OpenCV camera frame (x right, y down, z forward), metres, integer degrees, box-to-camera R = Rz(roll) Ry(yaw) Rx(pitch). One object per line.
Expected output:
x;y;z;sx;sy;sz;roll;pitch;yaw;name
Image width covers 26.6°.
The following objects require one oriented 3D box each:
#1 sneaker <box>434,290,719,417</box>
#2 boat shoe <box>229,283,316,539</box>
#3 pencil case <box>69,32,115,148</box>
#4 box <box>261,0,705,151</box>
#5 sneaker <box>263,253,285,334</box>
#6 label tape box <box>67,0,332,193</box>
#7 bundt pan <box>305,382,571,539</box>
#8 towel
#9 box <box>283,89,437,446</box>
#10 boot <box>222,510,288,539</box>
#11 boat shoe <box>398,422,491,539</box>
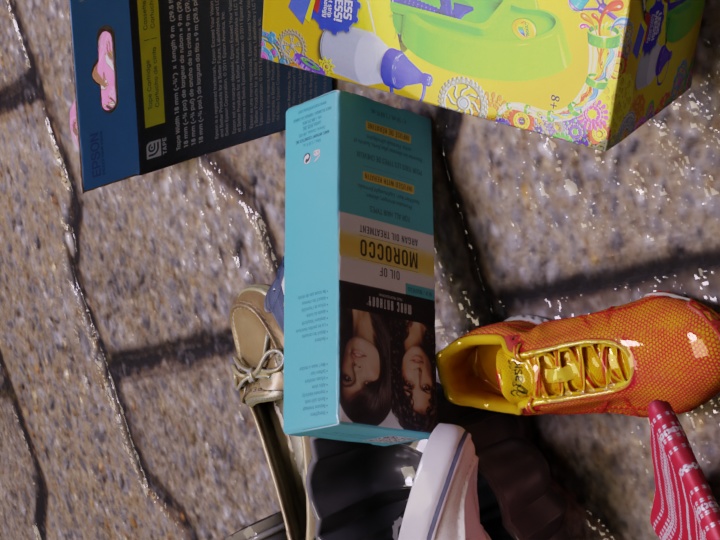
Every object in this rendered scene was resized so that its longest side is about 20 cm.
0.124;0.058;0.857;0.200;0.077;0.073;-14;95;50;sneaker
-0.053;0.109;1.099;0.073;0.063;0.201;-15;95;51;boat shoe
-0.146;-0.158;1.073;0.083;0.087;0.200;30;136;-3;pencil case
0.068;-0.189;0.730;0.192;0.122;0.200;18;119;25;box
-0.029;-0.004;1.010;0.084;0.075;0.200;19;120;43;sneaker
-0.109;-0.146;0.936;0.063;0.200;0.144;25;125;41;label tape box
0.058;0.160;0.982;0.202;0.076;0.202;24;124;42;bundt pan
0.187;0.180;0.773;0.145;0.022;0.200;70;-178;-57;towel
0.000;0.000;0.907;0.049;0.082;0.200;-16;70;45;box
-0.045;0.296;1.173;0.200;0.073;0.182;61;156;19;boot
0.061;0.181;0.886;0.070;0.071;0.200;12;115;16;boat shoe
